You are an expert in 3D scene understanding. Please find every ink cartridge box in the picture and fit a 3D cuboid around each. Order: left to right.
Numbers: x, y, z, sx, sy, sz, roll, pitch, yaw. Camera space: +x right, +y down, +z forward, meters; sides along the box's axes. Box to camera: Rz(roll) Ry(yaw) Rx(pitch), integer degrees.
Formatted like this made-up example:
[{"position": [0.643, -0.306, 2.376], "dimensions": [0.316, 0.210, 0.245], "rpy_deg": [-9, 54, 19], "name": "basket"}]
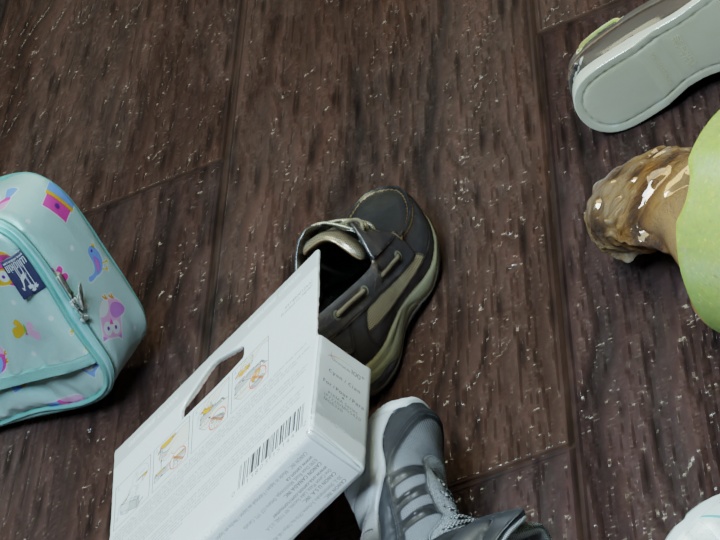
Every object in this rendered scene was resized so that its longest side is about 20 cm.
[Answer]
[{"position": [-0.072, 0.108, 1.519], "dimensions": [0.200, 0.045, 0.177], "rpy_deg": [-45, 22, 26], "name": "ink cartridge box"}]

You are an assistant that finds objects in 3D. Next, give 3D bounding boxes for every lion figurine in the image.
[{"position": [0.204, -0.016, 1.539], "dimensions": [0.122, 0.073, 0.200], "rpy_deg": [-33, 32, 7], "name": "lion figurine"}]

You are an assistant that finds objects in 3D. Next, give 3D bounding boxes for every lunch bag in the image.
[{"position": [-0.246, 0.029, 1.769], "dimensions": [0.199, 0.161, 0.077], "rpy_deg": [-15, 25, 34], "name": "lunch bag"}]

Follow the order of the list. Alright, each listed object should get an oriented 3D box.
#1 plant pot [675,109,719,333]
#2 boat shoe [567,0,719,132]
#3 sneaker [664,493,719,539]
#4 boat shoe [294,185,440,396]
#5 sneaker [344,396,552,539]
[{"position": [0.267, -0.021, 1.348], "dimensions": [0.183, 0.201, 0.200], "rpy_deg": [7, 44, 44], "name": "plant pot"}, {"position": [0.226, -0.161, 1.754], "dimensions": [0.199, 0.072, 0.060], "rpy_deg": [-28, 31, 12], "name": "boat shoe"}, {"position": [0.212, 0.131, 1.294], "dimensions": [0.200, 0.071, 0.080], "rpy_deg": [-42, 34, -24], "name": "sneaker"}, {"position": [0.000, 0.000, 1.684], "dimensions": [0.074, 0.074, 0.201], "rpy_deg": [-16, 31, 21], "name": "boat shoe"}, {"position": [0.051, 0.139, 1.420], "dimensions": [0.113, 0.076, 0.201], "rpy_deg": [-14, 37, 22], "name": "sneaker"}]
